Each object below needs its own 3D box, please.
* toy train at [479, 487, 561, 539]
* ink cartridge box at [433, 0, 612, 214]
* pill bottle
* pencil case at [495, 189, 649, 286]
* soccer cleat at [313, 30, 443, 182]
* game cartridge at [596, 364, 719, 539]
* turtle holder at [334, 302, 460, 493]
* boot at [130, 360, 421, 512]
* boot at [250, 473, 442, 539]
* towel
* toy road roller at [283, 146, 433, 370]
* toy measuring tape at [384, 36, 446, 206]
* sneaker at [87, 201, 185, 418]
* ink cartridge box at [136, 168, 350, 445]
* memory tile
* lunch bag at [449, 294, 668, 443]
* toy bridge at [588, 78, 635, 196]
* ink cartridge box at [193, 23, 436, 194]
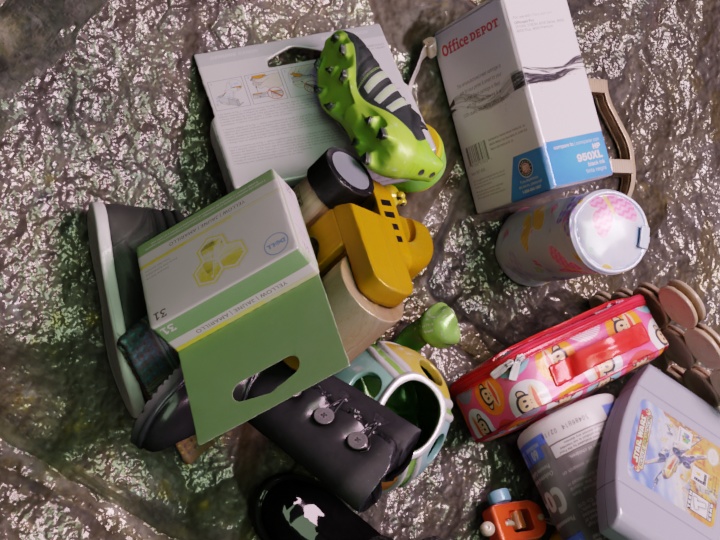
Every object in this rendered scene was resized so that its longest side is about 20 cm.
[{"bbox_3d":[0.194,0.316,1.293,0.150,0.056,0.200,-6,65,-35],"label":"toy train"},{"bbox_3d":[0.164,-0.173,1.313,0.084,0.145,0.200,-14,89,-27],"label":"ink cartridge box"},{"bbox_3d":[0.247,0.235,1.266,0.114,0.114,0.200,-14,68,-26],"label":"pill bottle"},{"bbox_3d":[0.211,-0.029,1.287,0.091,0.200,0.083,25,79,-12],"label":"pencil case"},{"bbox_3d":[0.014,-0.151,1.189,0.081,0.068,0.200,16,35,-37],"label":"soccer cleat"},{"bbox_3d":[0.294,0.190,1.225,0.133,0.042,0.200,36,48,-14],"label":"game cartridge"},{"bbox_3d":[0.034,0.131,1.216,0.185,0.132,0.141,-28,94,-25],"label":"turtle holder"},{"bbox_3d":[-0.071,0.143,1.088,0.200,0.066,0.165,37,59,11],"label":"boot"},{"bbox_3d":[0.008,0.261,1.170,0.211,0.158,0.079,39,69,-15],"label":"boot"},{"bbox_3d":[-0.122,0.064,1.176,0.200,0.022,0.147,-41,119,-33],"label":"towel"},{"bbox_3d":[0.000,0.000,1.134,0.146,0.123,0.200,23,37,-38],"label":"toy road roller"},{"bbox_3d":[0.065,-0.148,1.306,0.074,0.074,0.200,29,68,-18],"label":"toy measuring tape"},{"bbox_3d":[-0.186,0.030,1.162,0.099,0.071,0.200,-7,81,-21],"label":"sneaker"},{"bbox_3d":[-0.102,0.026,1.047,0.145,0.200,0.048,-29,135,10],"label":"ink cartridge box"},{"bbox_3d":[0.319,0.079,1.318,0.017,0.200,0.153,-36,96,-16],"label":"memory tile"},{"bbox_3d":[0.203,0.097,1.271,0.200,0.176,0.082,-21,80,-26],"label":"lunch bag"},{"bbox_3d":[0.275,-0.114,1.421,0.067,0.027,0.200,0,83,-26],"label":"toy bridge"},{"bbox_3d":[-0.049,-0.151,1.240,0.200,0.044,0.174,-12,57,-14],"label":"ink cartridge box"}]
